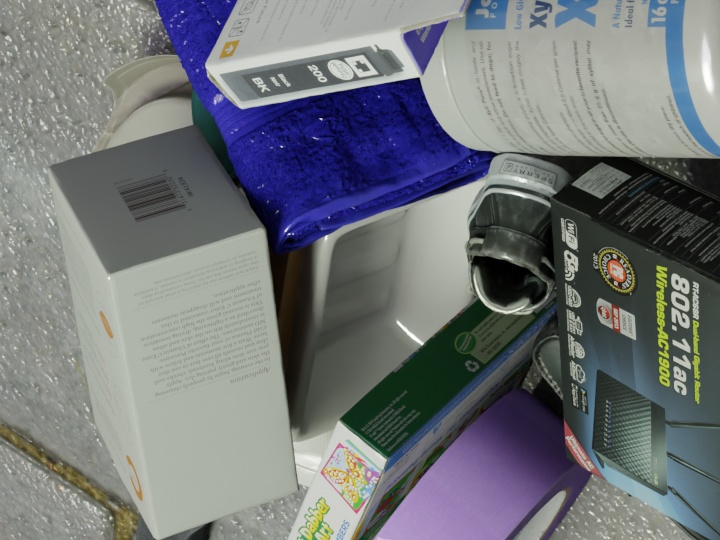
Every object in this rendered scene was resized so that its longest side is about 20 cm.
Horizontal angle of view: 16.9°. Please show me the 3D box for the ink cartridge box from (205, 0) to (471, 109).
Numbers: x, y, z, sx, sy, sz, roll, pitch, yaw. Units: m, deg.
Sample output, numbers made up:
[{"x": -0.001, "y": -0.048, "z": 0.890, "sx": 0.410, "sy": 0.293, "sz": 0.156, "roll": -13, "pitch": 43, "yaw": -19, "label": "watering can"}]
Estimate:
[{"x": 0.027, "y": -0.187, "z": 1.328, "sx": 0.199, "sy": 0.199, "sz": 0.043, "roll": -6, "pitch": 140, "yaw": 46, "label": "ink cartridge box"}]

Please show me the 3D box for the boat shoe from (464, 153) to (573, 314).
[{"x": 0.087, "y": -0.010, "z": 1.425, "sx": 0.072, "sy": 0.071, "sz": 0.200, "roll": 19, "pitch": 168, "yaw": 11, "label": "boat shoe"}]

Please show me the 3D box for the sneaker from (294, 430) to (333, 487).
[{"x": -0.058, "y": 0.065, "z": 1.672, "sx": 0.200, "sy": 0.074, "sz": 0.116, "roll": 33, "pitch": 139, "yaw": 22, "label": "sneaker"}]

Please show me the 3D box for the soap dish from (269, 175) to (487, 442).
[{"x": 0.000, "y": 0.000, "z": 1.521, "sx": 0.081, "sy": 0.157, "sz": 0.201, "roll": 44, "pitch": 141, "yaw": 33, "label": "soap dish"}]

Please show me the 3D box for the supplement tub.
[{"x": 0.144, "y": -0.126, "z": 1.311, "sx": 0.199, "sy": 0.132, "sz": 0.132, "roll": 3, "pitch": 120, "yaw": 39, "label": "supplement tub"}]

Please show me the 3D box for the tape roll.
[{"x": 0.066, "y": 0.172, "z": 1.541, "sx": 0.066, "sy": 0.200, "sz": 0.200, "roll": 38, "pitch": 137, "yaw": 13, "label": "tape roll"}]

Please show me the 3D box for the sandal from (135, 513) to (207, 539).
[{"x": -0.134, "y": 0.173, "z": 1.849, "sx": 0.076, "sy": 0.043, "sz": 0.200, "roll": 47, "pitch": 149, "yaw": 16, "label": "sandal"}]

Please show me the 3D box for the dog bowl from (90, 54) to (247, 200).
[{"x": -0.107, "y": -0.045, "z": 1.605, "sx": 0.199, "sy": 0.059, "sz": 0.201, "roll": 7, "pitch": 102, "yaw": 34, "label": "dog bowl"}]

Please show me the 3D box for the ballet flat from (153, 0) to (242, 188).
[{"x": -0.075, "y": -0.128, "z": 1.505, "sx": 0.072, "sy": 0.072, "sz": 0.201, "roll": 112, "pitch": 146, "yaw": -45, "label": "ballet flat"}]

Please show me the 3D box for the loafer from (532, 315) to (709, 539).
[{"x": 0.182, "y": 0.105, "z": 1.489, "sx": 0.200, "sy": 0.070, "sz": 0.068, "roll": 42, "pitch": 138, "yaw": 11, "label": "loafer"}]

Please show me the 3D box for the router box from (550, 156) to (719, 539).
[{"x": 0.184, "y": 0.050, "z": 1.353, "sx": 0.150, "sy": 0.062, "sz": 0.201, "roll": 27, "pitch": 139, "yaw": 38, "label": "router box"}]

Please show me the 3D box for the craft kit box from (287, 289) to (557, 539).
[{"x": 0.032, "y": 0.116, "z": 1.533, "sx": 0.048, "sy": 0.200, "sz": 0.198, "roll": 35, "pitch": 135, "yaw": 17, "label": "craft kit box"}]

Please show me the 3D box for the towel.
[{"x": -0.024, "y": -0.122, "z": 1.415, "sx": 0.201, "sy": 0.147, "sz": 0.050, "roll": 63, "pitch": 163, "yaw": 17, "label": "towel"}]

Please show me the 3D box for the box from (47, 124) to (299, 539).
[{"x": -0.110, "y": 0.037, "z": 1.442, "sx": 0.124, "sy": 0.097, "sz": 0.201, "roll": -125, "pitch": 24, "yaw": -49, "label": "box"}]
